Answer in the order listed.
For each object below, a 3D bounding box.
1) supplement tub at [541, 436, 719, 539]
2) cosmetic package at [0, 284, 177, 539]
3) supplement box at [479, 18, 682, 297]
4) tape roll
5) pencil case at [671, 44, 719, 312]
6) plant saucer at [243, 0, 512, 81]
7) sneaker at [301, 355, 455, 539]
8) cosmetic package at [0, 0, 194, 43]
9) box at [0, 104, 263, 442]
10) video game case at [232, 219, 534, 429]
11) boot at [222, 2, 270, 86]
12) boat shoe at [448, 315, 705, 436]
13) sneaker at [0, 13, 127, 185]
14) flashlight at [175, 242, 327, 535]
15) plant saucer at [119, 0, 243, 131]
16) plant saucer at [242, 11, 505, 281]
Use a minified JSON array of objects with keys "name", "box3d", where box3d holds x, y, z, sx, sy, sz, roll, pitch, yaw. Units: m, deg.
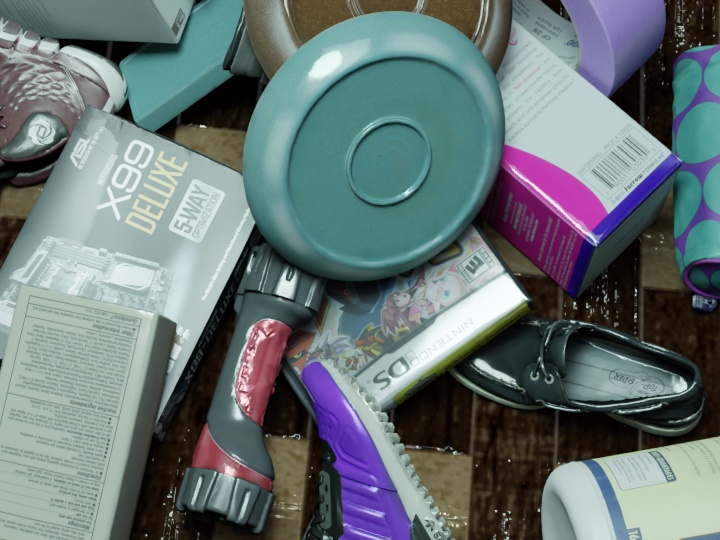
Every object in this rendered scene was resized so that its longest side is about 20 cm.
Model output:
[{"name":"supplement tub","box3d":[0.234,0.188,1.291,0.198,0.145,0.146,-9,65,-7]},{"name":"cosmetic package","box3d":[-0.200,0.119,1.302,0.103,0.073,0.202,12,85,7]},{"name":"supplement box","box3d":[0.129,-0.093,1.443,0.101,0.104,0.200,-42,74,-19]},{"name":"tape roll","box3d":[0.135,-0.218,1.447,0.200,0.200,0.066,41,68,15]},{"name":"pencil case","box3d":[0.284,-0.075,1.452,0.092,0.085,0.201,23,57,-35]},{"name":"plant saucer","box3d":[0.017,-0.193,1.341,0.198,0.032,0.202,1,86,-13]},{"name":"sneaker","box3d":[-0.006,0.160,1.320,0.099,0.070,0.201,-30,82,2]},{"name":"cosmetic package","box3d":[-0.221,-0.244,1.472,0.198,0.081,0.114,3,61,24]},{"name":"box","box3d":[-0.173,0.001,1.390,0.157,0.050,0.201,25,78,8]},{"name":"video game case","box3d":[0.000,0.000,1.406,0.180,0.026,0.201,-35,70,0]},{"name":"boot","box3d":[-0.044,-0.123,1.372,0.131,0.070,0.201,23,82,-12]},{"name":"boat shoe","box3d":[0.157,0.068,1.386,0.198,0.066,0.075,19,67,8]},{"name":"sneaker","box3d":[-0.287,-0.132,1.455,0.199,0.076,0.116,18,68,5]},{"name":"flashlight","box3d":[-0.071,0.083,1.350,0.067,0.068,0.201,23,75,-20]},{"name":"plant saucer","box3d":[-0.108,-0.181,1.448,0.199,0.019,0.070,-31,63,27]},{"name":"plant saucer","box3d":[0.016,-0.079,1.319,0.199,0.201,0.027,-22,32,-13]}]
